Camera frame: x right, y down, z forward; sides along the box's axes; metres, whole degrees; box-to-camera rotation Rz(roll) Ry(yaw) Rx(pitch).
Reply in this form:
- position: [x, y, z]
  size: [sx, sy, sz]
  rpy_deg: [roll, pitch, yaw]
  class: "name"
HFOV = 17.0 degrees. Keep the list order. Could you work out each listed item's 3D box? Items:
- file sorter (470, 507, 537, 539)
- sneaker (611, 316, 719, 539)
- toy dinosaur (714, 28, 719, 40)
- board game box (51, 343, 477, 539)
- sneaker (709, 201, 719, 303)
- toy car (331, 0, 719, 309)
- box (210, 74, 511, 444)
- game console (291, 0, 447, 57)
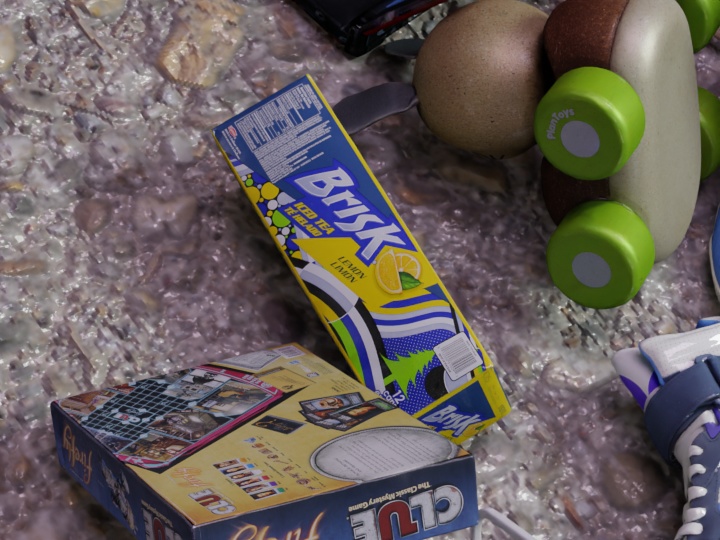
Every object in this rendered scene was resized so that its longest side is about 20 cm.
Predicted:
- position: [0.001, 0.201, 1.051]
  size: [0.199, 0.125, 0.139]
  rpy_deg: [-15, 21, -22]
  class: "file sorter"
- position: [0.173, 0.105, 1.230]
  size: [0.146, 0.081, 0.200]
  rpy_deg: [34, 57, 21]
  class: "sneaker"
- position: [0.265, -0.149, 1.440]
  size: [0.101, 0.058, 0.201]
  rpy_deg: [22, 53, 1]
  class: "toy dinosaur"
- position: [-0.050, 0.089, 1.126]
  size: [0.135, 0.035, 0.200]
  rpy_deg: [-12, 18, -22]
  class: "board game box"
- position: [0.236, -0.076, 1.323]
  size: [0.076, 0.111, 0.201]
  rpy_deg: [14, 66, 24]
  class: "sneaker"
- position: [0.085, -0.087, 1.329]
  size: [0.199, 0.158, 0.164]
  rpy_deg: [9, 36, 25]
  class: "toy car"
- position: [0.000, 0.000, 1.252]
  size: [0.064, 0.070, 0.200]
  rpy_deg: [-30, 64, -1]
  class: "box"
- position: [0.053, -0.224, 1.404]
  size: [0.172, 0.119, 0.200]
  rpy_deg: [43, 56, 17]
  class: "game console"
